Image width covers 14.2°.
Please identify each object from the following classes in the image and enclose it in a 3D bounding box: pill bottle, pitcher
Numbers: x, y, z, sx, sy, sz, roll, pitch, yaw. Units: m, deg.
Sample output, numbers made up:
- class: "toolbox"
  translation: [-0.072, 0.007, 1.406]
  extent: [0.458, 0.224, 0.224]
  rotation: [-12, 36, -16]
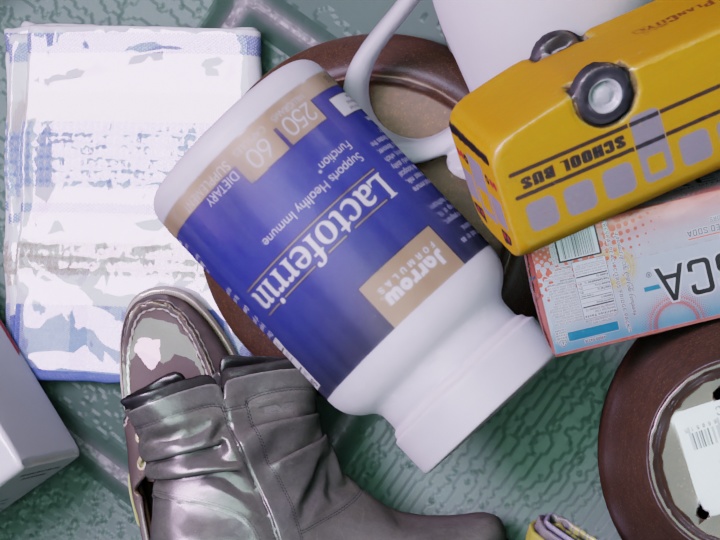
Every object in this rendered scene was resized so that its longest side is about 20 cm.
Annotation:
- class: "pill bottle"
  translation: [0.000, 0.000, 1.469]
  extent: [0.116, 0.116, 0.200]
  rotation: [-44, 86, 7]
- class: "pitcher"
  translation: [0.069, -0.135, 1.451]
  extent: [0.171, 0.121, 0.201]
  rotation: [9, 120, 18]

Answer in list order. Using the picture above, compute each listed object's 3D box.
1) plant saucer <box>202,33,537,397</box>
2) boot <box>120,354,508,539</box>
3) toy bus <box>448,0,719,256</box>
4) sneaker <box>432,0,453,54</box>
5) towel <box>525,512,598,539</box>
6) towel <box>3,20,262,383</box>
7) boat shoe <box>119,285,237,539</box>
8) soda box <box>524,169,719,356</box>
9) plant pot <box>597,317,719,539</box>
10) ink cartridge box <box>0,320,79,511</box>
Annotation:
- class: "plant saucer"
  translation: [0.009, -0.028, 1.543]
  extent: [0.200, 0.034, 0.201]
  rotation: [0, 88, 5]
- class: "boot"
  translation: [-0.020, 0.105, 1.502]
  extent: [0.199, 0.068, 0.131]
  rotation: [-5, 88, -15]
- class: "toy bus"
  translation: [0.145, -0.085, 1.371]
  extent: [0.200, 0.065, 0.078]
  rotation: [-24, 116, -9]
- class: "sneaker"
  translation: [0.130, -0.160, 1.522]
  extent: [0.199, 0.076, 0.092]
  rotation: [-10, 93, 19]
- class: "towel"
  translation: [0.123, 0.228, 1.440]
  extent: [0.143, 0.023, 0.200]
  rotation: [29, 122, 27]
- class: "towel"
  translation: [-0.125, -0.038, 1.588]
  extent: [0.146, 0.024, 0.201]
  rotation: [0, 89, 10]
- class: "boat shoe"
  translation: [-0.091, 0.108, 1.544]
  extent: [0.072, 0.060, 0.201]
  rotation: [-10, 92, 11]
- class: "soda box"
  translation: [0.179, -0.015, 1.407]
  extent: [0.199, 0.068, 0.064]
  rotation: [-13, 99, 3]
- class: "plant pot"
  translation: [0.196, 0.090, 1.423]
  extent: [0.186, 0.200, 0.188]
  rotation: [-1, 87, 13]
- class: "ink cartridge box"
  translation: [-0.278, 0.096, 1.572]
  extent: [0.200, 0.084, 0.145]
  rotation: [-35, 81, 15]
